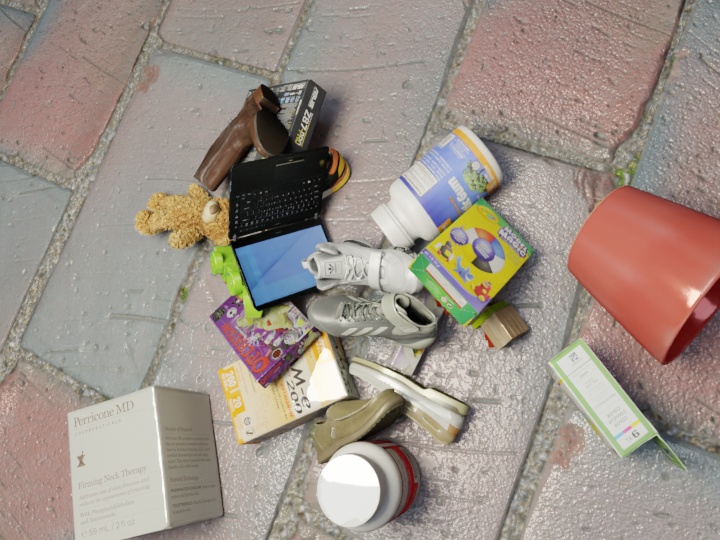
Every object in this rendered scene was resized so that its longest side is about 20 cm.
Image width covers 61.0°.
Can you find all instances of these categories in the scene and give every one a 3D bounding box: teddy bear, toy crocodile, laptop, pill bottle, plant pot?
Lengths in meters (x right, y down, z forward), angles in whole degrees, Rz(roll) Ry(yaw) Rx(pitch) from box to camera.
[{"bbox_3d":[-0.312,-0.102,1.098,0.197,0.068,0.145,21,47,27],"label":"teddy bear"},{"bbox_3d":[-0.203,0.011,1.022,0.200,0.066,0.063,40,130,48],"label":"toy crocodile"},{"bbox_3d":[-0.107,-0.067,0.952,0.103,0.175,0.203,42,136,35],"label":"laptop"},{"bbox_3d":[0.116,-0.120,0.960,0.199,0.112,0.113,-40,69,5],"label":"pill bottle"},{"bbox_3d":[0.012,0.295,0.845,0.110,0.200,0.115,-4,75,16],"label":"pill bottle"},{"bbox_3d":[0.389,-0.008,0.815,0.201,0.200,0.177,-48,58,1],"label":"plant pot"}]

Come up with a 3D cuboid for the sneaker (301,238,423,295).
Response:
[{"bbox_3d":[0.000,0.000,0.916,0.198,0.113,0.077,18,112,49],"label":"sneaker"}]

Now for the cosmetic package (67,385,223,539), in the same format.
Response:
[{"bbox_3d":[-0.338,0.308,0.970,0.164,0.166,0.204,-18,71,12],"label":"cosmetic package"}]

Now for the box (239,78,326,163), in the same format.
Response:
[{"bbox_3d":[-0.156,-0.241,1.063,0.198,0.049,0.165,10,77,49],"label":"box"}]

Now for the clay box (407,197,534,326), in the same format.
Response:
[{"bbox_3d":[0.170,-0.023,0.886,0.115,0.048,0.199,45,52,6],"label":"clay box"}]

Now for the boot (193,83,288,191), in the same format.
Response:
[{"bbox_3d":[-0.206,-0.186,1.008,0.199,0.064,0.189,-40,35,25],"label":"boot"}]

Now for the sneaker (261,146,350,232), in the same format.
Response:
[{"bbox_3d":[-0.107,-0.133,1.044,0.200,0.090,0.070,-44,69,3],"label":"sneaker"}]

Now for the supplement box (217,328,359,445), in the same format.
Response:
[{"bbox_3d":[-0.116,0.182,0.980,0.197,0.073,0.128,-26,71,10],"label":"supplement box"}]

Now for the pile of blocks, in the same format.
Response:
[{"bbox_3d":[0.158,0.045,0.920,0.199,0.082,0.062,41,127,0],"label":"pile of blocks"}]

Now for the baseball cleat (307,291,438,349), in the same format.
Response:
[{"bbox_3d":[0.017,0.058,0.888,0.195,0.107,0.071,8,57,4],"label":"baseball cleat"}]

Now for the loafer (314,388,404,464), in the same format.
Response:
[{"bbox_3d":[-0.013,0.221,0.903,0.200,0.075,0.068,-44,66,35],"label":"loafer"}]

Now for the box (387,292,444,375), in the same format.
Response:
[{"bbox_3d":[0.105,0.064,0.952,0.038,0.041,0.203,27,85,-6],"label":"box"}]

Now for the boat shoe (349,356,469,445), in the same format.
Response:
[{"bbox_3d":[0.062,0.193,0.922,0.197,0.075,0.070,22,87,26],"label":"boat shoe"}]

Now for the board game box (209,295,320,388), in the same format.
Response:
[{"bbox_3d":[-0.159,0.087,0.987,0.120,0.032,0.199,-46,43,-6],"label":"board game box"}]

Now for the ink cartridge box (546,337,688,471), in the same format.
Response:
[{"bbox_3d":[0.336,0.193,0.821,0.059,0.104,0.202,-37,70,5],"label":"ink cartridge box"}]
